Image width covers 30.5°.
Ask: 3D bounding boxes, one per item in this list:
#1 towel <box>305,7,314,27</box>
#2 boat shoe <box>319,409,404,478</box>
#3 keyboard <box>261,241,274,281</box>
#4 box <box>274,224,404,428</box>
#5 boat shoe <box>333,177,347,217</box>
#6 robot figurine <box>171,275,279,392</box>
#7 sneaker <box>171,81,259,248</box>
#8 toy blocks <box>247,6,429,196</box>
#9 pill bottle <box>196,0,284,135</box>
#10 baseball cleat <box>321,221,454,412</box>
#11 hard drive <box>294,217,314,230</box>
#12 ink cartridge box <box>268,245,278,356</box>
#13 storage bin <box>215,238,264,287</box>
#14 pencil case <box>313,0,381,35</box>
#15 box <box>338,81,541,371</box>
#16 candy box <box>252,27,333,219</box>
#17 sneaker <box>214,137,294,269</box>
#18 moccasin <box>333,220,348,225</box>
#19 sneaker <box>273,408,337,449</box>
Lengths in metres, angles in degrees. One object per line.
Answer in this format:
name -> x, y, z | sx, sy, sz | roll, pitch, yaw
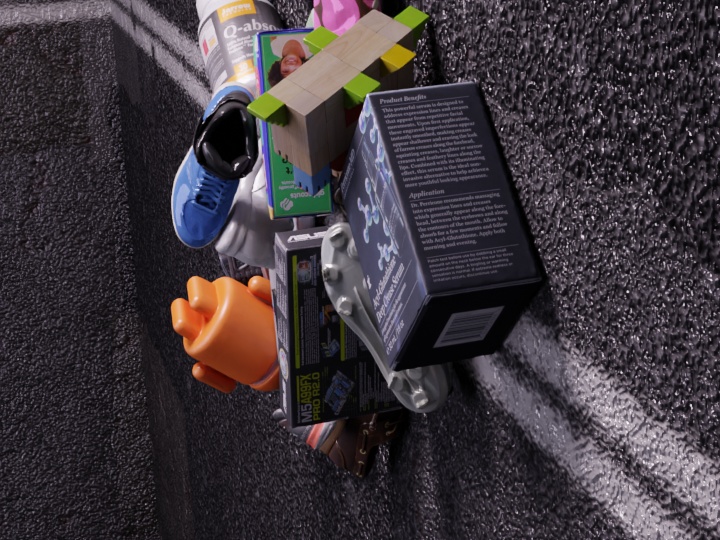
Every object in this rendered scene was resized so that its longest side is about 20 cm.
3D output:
towel -> -0.041, -0.225, 1.572 | 0.200, 0.030, 0.151 | 134, 128, -72
boat shoe -> 0.017, 0.163, 1.494 | 0.070, 0.070, 0.201 | 38, 141, 11
keyboard -> -0.104, -0.007, 1.735 | 0.011, 0.056, 0.201 | 39, 157, 30
box -> -0.004, 0.051, 1.338 | 0.044, 0.158, 0.203 | -129, 34, -60
boat shoe -> 0.002, -0.082, 1.425 | 0.201, 0.059, 0.075 | -119, 25, -50
robot figurine -> -0.153, 0.086, 1.737 | 0.116, 0.199, 0.145 | -10, 54, 59
sneaker -> -0.167, -0.110, 1.502 | 0.111, 0.076, 0.202 | -105, 36, -72
toy blocks -> -0.014, -0.147, 1.261 | 0.099, 0.200, 0.138 | 32, 148, 27
pill bottle -> -0.150, -0.286, 1.738 | 0.117, 0.115, 0.202 | 108, 149, -55
baseball cleat -> 0.028, 0.041, 1.283 | 0.202, 0.069, 0.106 | 65, -156, -3
hard drive -> -0.084, -0.126, 1.701 | 0.201, 0.026, 0.133 | 95, 160, -58
ink cartridge box -> -0.053, 0.066, 1.638 | 0.146, 0.082, 0.203 | -165, 68, -72
storage bin -> -0.155, -0.063, 1.846 | 0.200, 0.092, 0.137 | -137, 35, -73
pencil case -> -0.004, -0.226, 1.352 | 0.093, 0.090, 0.203 | 13, 117, 34
box -> 0.064, -0.039, 1.165 | 0.149, 0.106, 0.202 | 111, 147, -59
candy box -> -0.077, -0.167, 1.487 | 0.169, 0.076, 0.203 | -126, 30, -80
sneaker -> -0.115, -0.083, 1.620 | 0.075, 0.088, 0.202 | -43, 26, 47
moccasin -> 0.000, 0.000, 1.456 | 0.200, 0.067, 0.082 | -144, 48, -67
sneaker -> -0.038, 0.093, 1.478 | 0.077, 0.081, 0.202 | 121, 173, -71
